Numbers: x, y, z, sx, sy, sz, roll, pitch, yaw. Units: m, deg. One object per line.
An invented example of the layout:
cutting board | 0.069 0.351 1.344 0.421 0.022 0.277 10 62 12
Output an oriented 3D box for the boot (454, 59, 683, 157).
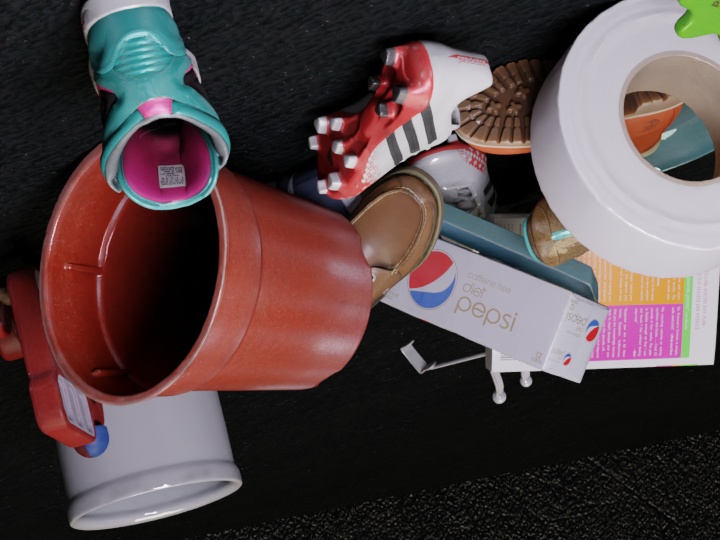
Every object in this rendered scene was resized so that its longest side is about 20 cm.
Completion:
boot | 0.162 -0.114 1.470 0.198 0.076 0.108 -10 152 -14

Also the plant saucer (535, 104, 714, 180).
plant saucer | 0.244 -0.124 1.631 0.198 0.036 0.200 -13 165 -4

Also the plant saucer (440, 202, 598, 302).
plant saucer | 0.105 -0.026 1.532 0.198 0.019 0.070 24 172 17

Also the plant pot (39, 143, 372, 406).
plant pot | -0.106 0.009 1.418 0.200 0.203 0.194 -25 157 35

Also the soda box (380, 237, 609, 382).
soda box | 0.100 0.024 1.531 0.199 0.069 0.063 23 -178 39

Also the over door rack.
over door rack | 0.153 0.059 1.803 0.147 0.067 0.199 -38 -162 -24

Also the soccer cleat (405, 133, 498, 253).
soccer cleat | 0.087 -0.059 1.615 0.068 0.086 0.200 -17 165 9

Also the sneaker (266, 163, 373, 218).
sneaker | -0.030 -0.038 1.605 0.108 0.071 0.200 -21 158 6

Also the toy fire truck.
toy fire truck | -0.260 0.074 1.604 0.111 0.170 0.200 -14 165 0

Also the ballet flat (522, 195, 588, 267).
ballet flat | 0.194 -0.059 1.504 0.072 0.068 0.200 -14 -169 29

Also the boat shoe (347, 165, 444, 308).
boat shoe | 0.000 0.000 1.508 0.200 0.072 0.068 -54 175 40

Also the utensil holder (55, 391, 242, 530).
utensil holder | -0.215 0.128 1.785 0.168 0.202 0.170 -13 165 -3

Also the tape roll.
tape roll | 0.229 -0.101 1.379 0.200 0.204 0.071 -10 164 -16

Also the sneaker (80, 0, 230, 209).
sneaker | -0.128 -0.094 1.206 0.083 0.122 0.200 -14 166 -1

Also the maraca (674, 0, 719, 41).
maraca | 0.306 -0.191 1.306 0.199 0.108 0.137 6 138 -38

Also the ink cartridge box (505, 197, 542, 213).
ink cartridge box | 0.174 -0.014 1.728 0.115 0.068 0.200 -37 -167 -22

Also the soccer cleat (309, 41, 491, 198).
soccer cleat | 0.026 -0.108 1.390 0.084 0.069 0.200 -2 157 -26

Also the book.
book | 0.207 0.018 1.602 0.198 0.135 0.048 -1 -172 -9
